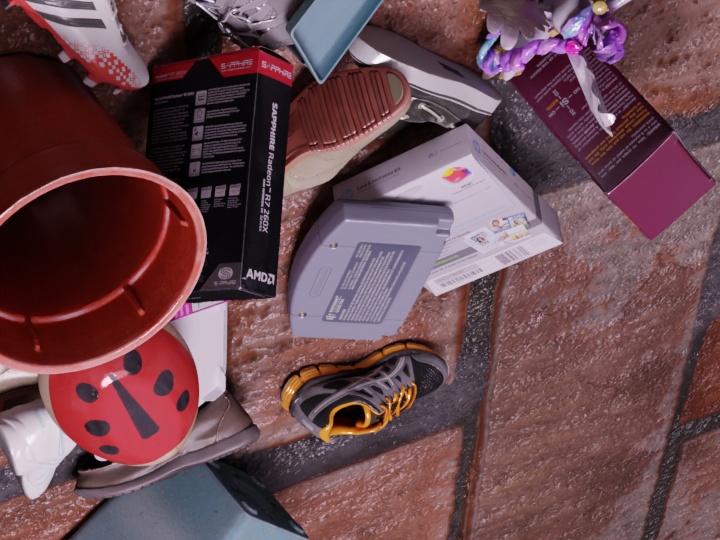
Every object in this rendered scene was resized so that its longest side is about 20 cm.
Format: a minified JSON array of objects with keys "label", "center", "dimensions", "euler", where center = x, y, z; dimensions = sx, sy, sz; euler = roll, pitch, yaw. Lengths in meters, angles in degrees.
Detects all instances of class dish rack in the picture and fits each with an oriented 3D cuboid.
[{"label":"dish rack","center":[-0.184,0.092,1.582],"dimensions":[0.171,0.043,0.201],"euler":[-39,150,-33]}]

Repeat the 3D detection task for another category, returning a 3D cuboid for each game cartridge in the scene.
[{"label":"game cartridge","center":[0.000,0.000,1.632],"dimensions":[0.132,0.042,0.201],"euler":[7,142,-16]}]

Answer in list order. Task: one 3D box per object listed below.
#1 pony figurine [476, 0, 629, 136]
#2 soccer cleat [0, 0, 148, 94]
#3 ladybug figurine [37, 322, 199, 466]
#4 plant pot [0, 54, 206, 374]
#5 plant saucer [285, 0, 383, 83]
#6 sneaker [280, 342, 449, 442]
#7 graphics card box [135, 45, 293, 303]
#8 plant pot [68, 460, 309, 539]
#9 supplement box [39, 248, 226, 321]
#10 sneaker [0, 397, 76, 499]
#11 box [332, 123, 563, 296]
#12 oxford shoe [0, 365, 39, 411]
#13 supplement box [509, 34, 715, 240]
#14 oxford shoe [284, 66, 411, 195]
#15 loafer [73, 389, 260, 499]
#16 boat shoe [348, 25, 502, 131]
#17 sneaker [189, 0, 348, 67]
[{"label":"pony figurine","center":[0.191,-0.227,1.494],"dimensions":[0.166,0.193,0.200],"euler":[43,102,-16]},{"label":"soccer cleat","center":[-0.218,-0.212,1.298],"dimensions":[0.085,0.069,0.200],"euler":[-38,136,10]},{"label":"ladybug figurine","center":[-0.206,0.107,1.451],"dimensions":[0.135,0.072,0.200],"euler":[-35,139,-3]},{"label":"plant pot","center":[-0.250,-0.058,1.323],"dimensions":[0.199,0.196,0.202],"euler":[-19,138,-18]},{"label":"plant saucer","center":[0.005,-0.254,1.391],"dimensions":[0.201,0.019,0.070],"euler":[-56,144,-17]},{"label":"sneaker","center":[0.014,0.139,1.796],"dimensions":[0.198,0.077,0.079],"euler":[-14,135,-26]},{"label":"graphics card box","center":[-0.122,-0.075,1.369],"dimensions":[0.125,0.202,0.051],"euler":[-5,166,36]},{"label":"plant pot","center":[-0.171,0.313,1.760],"dimensions":[0.201,0.196,0.196],"euler":[-53,138,4]},{"label":"supplement box","center":[-0.202,-0.015,1.473],"dimensions":[0.198,0.101,0.104],"euler":[-19,138,-20]},{"label":"sneaker","center":[-0.297,0.163,1.558],"dimensions":[0.080,0.071,0.200],"euler":[-29,172,-16]},{"label":"box","center":[0.089,-0.055,1.644],"dimensions":[0.155,0.042,0.200],"euler":[-24,146,24]},{"label":"oxford shoe","center":[-0.306,0.069,1.509],"dimensions":[0.199,0.071,0.075],"euler":[-30,134,-9]},{"label":"supplement box","center":[0.235,-0.138,1.582],"dimensions":[0.086,0.201,0.110],"euler":[-42,141,9]},{"label":"oxford shoe","center":[-0.030,-0.123,1.494],"dimensions":[0.199,0.071,0.074],"euler":[-22,154,27]},{"label":"loafer","center":[-0.204,0.178,1.701],"dimensions":[0.198,0.072,0.073],"euler":[-21,176,-5]},{"label":"boat shoe","center":[0.053,-0.166,1.529],"dimensions":[0.199,0.071,0.064],"euler":[18,117,-46]},{"label":"sneaker","center":[-0.091,-0.214,1.359],"dimensions":[0.199,0.074,0.083],"euler":[9,100,-41]}]
